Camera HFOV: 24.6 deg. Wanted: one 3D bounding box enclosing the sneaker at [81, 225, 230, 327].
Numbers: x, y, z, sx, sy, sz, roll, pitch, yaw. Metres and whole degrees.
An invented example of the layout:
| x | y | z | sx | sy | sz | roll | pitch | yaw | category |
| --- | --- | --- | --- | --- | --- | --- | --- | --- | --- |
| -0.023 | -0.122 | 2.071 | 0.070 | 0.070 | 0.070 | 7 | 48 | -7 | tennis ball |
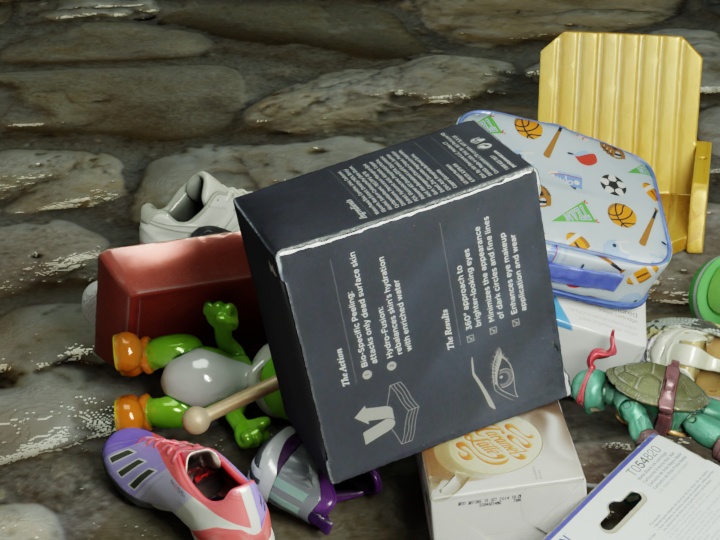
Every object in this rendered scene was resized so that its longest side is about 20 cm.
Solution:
| x | y | z | sx | sy | sz | roll | pitch | yaw | category |
| --- | --- | --- | --- | --- | --- | --- | --- | --- | --- |
| -0.168 | 0.013 | 1.556 | 0.200 | 0.076 | 0.114 | -5 | 26 | -17 | sneaker |

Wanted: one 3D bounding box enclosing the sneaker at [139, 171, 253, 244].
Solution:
| x | y | z | sx | sy | sz | roll | pitch | yaw | category |
| --- | --- | --- | --- | --- | --- | --- | --- | --- | --- |
| -0.133 | -0.056 | 1.652 | 0.200 | 0.100 | 0.078 | -22 | 33 | -33 | sneaker |

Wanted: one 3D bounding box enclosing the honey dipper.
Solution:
| x | y | z | sx | sy | sz | roll | pitch | yaw | category |
| --- | --- | --- | --- | --- | --- | --- | --- | --- | --- |
| -0.051 | 0.080 | 1.313 | 0.200 | 0.038 | 0.038 | -23 | 31 | -10 | honey dipper |

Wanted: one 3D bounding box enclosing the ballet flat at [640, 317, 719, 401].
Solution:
| x | y | z | sx | sy | sz | roll | pitch | yaw | category |
| --- | --- | --- | --- | --- | --- | --- | --- | --- | --- |
| 0.302 | 0.079 | 1.376 | 0.200 | 0.072 | 0.072 | 16 | 32 | 29 | ballet flat |

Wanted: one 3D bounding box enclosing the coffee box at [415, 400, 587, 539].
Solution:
| x | y | z | sx | sy | sz | roll | pitch | yaw | category |
| --- | --- | --- | --- | --- | --- | --- | --- | --- | --- |
| 0.101 | 0.142 | 1.266 | 0.114 | 0.080 | 0.200 | -7 | 27 | 0 | coffee box |

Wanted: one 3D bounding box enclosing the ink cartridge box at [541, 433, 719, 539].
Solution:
| x | y | z | sx | sy | sz | roll | pitch | yaw | category |
| --- | --- | --- | --- | --- | --- | --- | --- | --- | --- |
| 0.240 | 0.212 | 1.135 | 0.200 | 0.041 | 0.200 | 28 | 39 | 27 | ink cartridge box |

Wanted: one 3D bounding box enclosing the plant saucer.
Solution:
| x | y | z | sx | sy | sz | roll | pitch | yaw | category |
| --- | --- | --- | --- | --- | --- | --- | --- | --- | --- |
| -0.126 | 0.030 | 1.427 | 0.200 | 0.200 | 0.037 | -9 | 64 | -15 | plant saucer |

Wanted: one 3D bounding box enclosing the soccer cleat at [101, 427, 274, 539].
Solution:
| x | y | z | sx | sy | sz | roll | pitch | yaw | category |
| --- | --- | --- | --- | --- | --- | --- | --- | --- | --- |
| -0.135 | 0.156 | 1.269 | 0.068 | 0.073 | 0.200 | -22 | 33 | -32 | soccer cleat |

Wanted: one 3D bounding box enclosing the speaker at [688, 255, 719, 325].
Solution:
| x | y | z | sx | sy | sz | roll | pitch | yaw | category |
| --- | --- | --- | --- | --- | --- | --- | --- | --- | --- |
| 0.362 | 0.027 | 1.404 | 0.088 | 0.089 | 0.200 | -13 | 6 | -19 | speaker |

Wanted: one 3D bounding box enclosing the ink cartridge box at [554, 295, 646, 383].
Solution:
| x | y | z | sx | sy | sz | roll | pitch | yaw | category |
| --- | --- | --- | --- | --- | --- | --- | --- | --- | --- |
| 0.167 | 0.003 | 1.440 | 0.146 | 0.086 | 0.200 | 17 | 44 | -7 | ink cartridge box |

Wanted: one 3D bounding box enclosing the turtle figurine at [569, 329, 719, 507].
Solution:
| x | y | z | sx | sy | sz | roll | pitch | yaw | category |
| --- | --- | --- | --- | --- | --- | --- | --- | --- | --- |
| 0.234 | 0.121 | 1.291 | 0.200 | 0.101 | 0.150 | 13 | 34 | 13 | turtle figurine |

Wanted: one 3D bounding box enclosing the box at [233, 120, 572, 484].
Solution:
| x | y | z | sx | sy | sz | roll | pitch | yaw | category |
| --- | --- | --- | --- | --- | --- | --- | --- | --- | --- |
| 0.032 | 0.020 | 1.215 | 0.200 | 0.197 | 0.117 | -19 | 29 | -13 | box |

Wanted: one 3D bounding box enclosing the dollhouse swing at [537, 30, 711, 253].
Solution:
| x | y | z | sx | sy | sz | roll | pitch | yaw | category |
| --- | --- | --- | --- | --- | --- | --- | --- | --- | --- |
| 0.259 | -0.134 | 1.693 | 0.200 | 0.176 | 0.182 | 5 | 28 | 12 | dollhouse swing |

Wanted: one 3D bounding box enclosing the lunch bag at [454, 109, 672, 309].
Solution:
| x | y | z | sx | sy | sz | roll | pitch | yaw | category |
| --- | --- | --- | --- | --- | --- | --- | --- | --- | --- |
| 0.154 | -0.047 | 1.368 | 0.200 | 0.076 | 0.160 | 11 | 47 | -14 | lunch bag |

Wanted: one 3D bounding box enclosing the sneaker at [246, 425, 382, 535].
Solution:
| x | y | z | sx | sy | sz | roll | pitch | yaw | category |
| --- | --- | --- | --- | --- | --- | --- | --- | --- | --- |
| -0.003 | 0.140 | 1.319 | 0.087 | 0.075 | 0.200 | 33 | 45 | 19 | sneaker |

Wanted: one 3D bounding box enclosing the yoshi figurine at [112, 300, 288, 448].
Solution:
| x | y | z | sx | sy | sz | roll | pitch | yaw | category |
| --- | --- | --- | --- | --- | --- | --- | --- | --- | --- |
| -0.105 | 0.091 | 1.369 | 0.200 | 0.113 | 0.112 | -2 | 38 | -4 | yoshi figurine |
